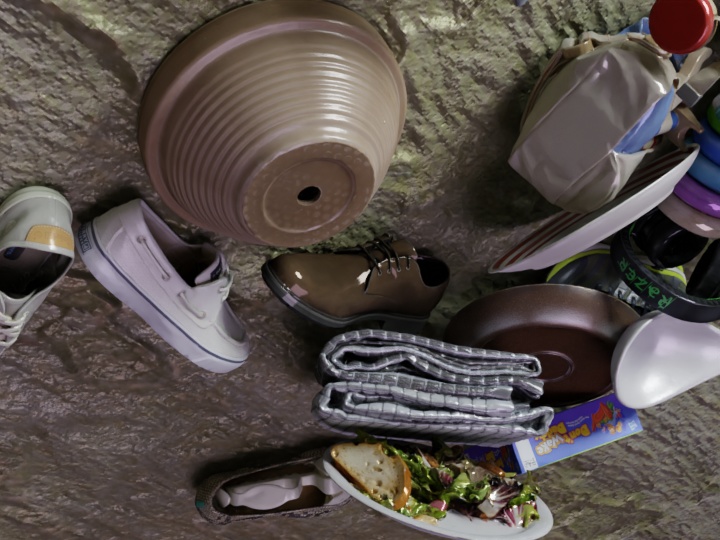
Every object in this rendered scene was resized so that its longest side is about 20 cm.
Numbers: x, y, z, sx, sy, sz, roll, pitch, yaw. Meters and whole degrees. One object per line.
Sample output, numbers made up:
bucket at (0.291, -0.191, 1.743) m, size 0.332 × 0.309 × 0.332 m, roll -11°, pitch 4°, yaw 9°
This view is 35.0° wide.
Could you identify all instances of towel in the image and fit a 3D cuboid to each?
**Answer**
towel at (0.057, 0.102, 1.003) m, size 0.198 × 0.086 × 0.166 m, roll 5°, pitch 168°, yaw -4°

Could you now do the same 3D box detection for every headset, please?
headset at (0.312, -0.005, 1.081) m, size 0.199 × 0.124 × 0.094 m, roll -21°, pitch 146°, yaw -40°

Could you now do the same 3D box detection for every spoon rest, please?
spoon rest at (0.310, 0.072, 1.074) m, size 0.199 × 0.060 × 0.100 m, roll -14°, pitch 120°, yaw -35°

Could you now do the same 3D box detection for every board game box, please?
board game box at (0.197, 0.181, 1.209) m, size 0.133 × 0.045 × 0.200 m, roll -17°, pitch 168°, yaw -11°

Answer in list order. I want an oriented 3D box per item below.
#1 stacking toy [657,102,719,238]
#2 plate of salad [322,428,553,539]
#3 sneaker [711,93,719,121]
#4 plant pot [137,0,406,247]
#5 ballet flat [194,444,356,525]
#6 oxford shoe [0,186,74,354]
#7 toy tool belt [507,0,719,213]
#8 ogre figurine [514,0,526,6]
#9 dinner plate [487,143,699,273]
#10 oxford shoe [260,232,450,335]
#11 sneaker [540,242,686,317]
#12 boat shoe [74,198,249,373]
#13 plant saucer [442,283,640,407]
stacking toy at (0.334, -0.128, 0.984) m, size 0.085 × 0.086 × 0.201 m, roll 3°, pitch 129°, yaw -31°
plate of salad at (0.067, 0.172, 0.952) m, size 0.199 × 0.200 × 0.048 m, roll 8°, pitch 101°, yaw -34°
sneaker at (0.359, -0.103, 0.903) m, size 0.199 × 0.080 × 0.071 m, roll 6°, pitch 151°, yaw -37°
plant pot at (-0.051, -0.083, 0.810) m, size 0.199 × 0.093 × 0.202 m, roll -14°, pitch 140°, yaw -12°
ballet flat at (-0.066, 0.219, 1.147) m, size 0.198 × 0.068 × 0.075 m, roll -8°, pitch 175°, yaw -18°
oxford shoe at (-0.270, 0.025, 0.838) m, size 0.075 × 0.058 × 0.200 m, roll 13°, pitch 129°, yaw -41°
toy tool belt at (0.211, -0.141, 0.891) m, size 0.200 × 0.125 × 0.123 m, roll -51°, pitch 166°, yaw 32°
ogre figurine at (0.086, -0.247, 0.701) m, size 0.120 × 0.098 × 0.199 m, roll -54°, pitch 146°, yaw 14°
dinner plate at (0.195, -0.044, 0.944) m, size 0.199 × 0.024 × 0.200 m, roll -31°, pitch -179°, yaw 1°
oxford shoe at (0.000, 0.000, 0.952) m, size 0.199 × 0.073 × 0.085 m, roll 4°, pitch 131°, yaw -49°
sneaker at (0.256, 0.026, 1.107) m, size 0.199 × 0.081 × 0.074 m, roll 2°, pitch 133°, yaw -30°
boat shoe at (-0.133, 0.011, 0.892) m, size 0.070 × 0.071 × 0.200 m, roll -31°, pitch 134°, yaw 11°
plant saucer at (0.178, 0.083, 1.107) m, size 0.198 × 0.032 × 0.201 m, roll 4°, pitch 143°, yaw 3°
